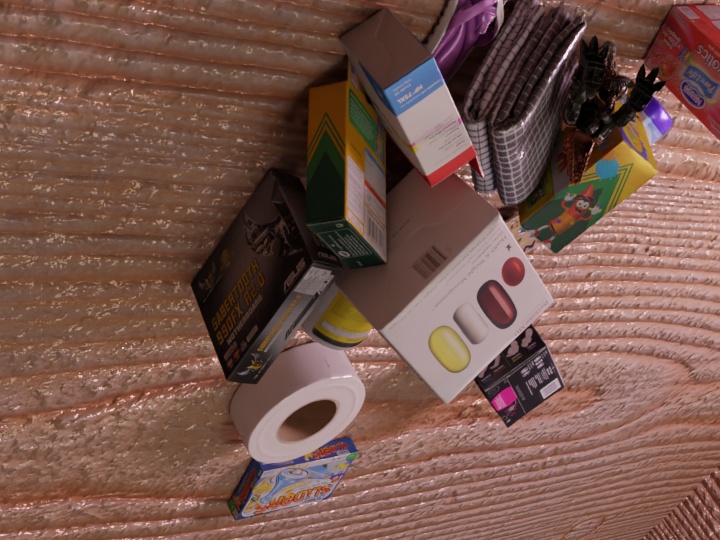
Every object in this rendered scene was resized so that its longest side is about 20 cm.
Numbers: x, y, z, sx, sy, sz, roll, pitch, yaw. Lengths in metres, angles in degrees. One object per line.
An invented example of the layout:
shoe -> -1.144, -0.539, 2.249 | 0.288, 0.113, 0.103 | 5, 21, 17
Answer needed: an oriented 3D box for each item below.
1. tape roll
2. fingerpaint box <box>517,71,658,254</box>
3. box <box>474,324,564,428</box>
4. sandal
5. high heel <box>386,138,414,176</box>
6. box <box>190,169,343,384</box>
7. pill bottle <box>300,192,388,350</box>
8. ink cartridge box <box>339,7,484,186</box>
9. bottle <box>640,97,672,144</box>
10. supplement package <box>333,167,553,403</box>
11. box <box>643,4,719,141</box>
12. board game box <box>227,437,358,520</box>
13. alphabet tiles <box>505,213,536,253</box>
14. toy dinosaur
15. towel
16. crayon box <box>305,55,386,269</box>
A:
tape roll -> -0.093, 0.198, 1.758 | 0.200, 0.071, 0.204 | -23, 147, -16
fingerpaint box -> 0.273, -0.147, 1.475 | 0.073, 0.201, 0.167 | 35, 121, -25
box -> 0.250, 0.155, 1.976 | 0.131, 0.115, 0.200 | -35, 150, 1
sandal -> 0.130, -0.280, 1.332 | 0.082, 0.050, 0.204 | -5, 139, -39
high heel -> 0.102, -0.122, 1.499 | 0.095, 0.068, 0.200 | -28, 147, 11
box -> -0.115, 0.008, 1.390 | 0.048, 0.159, 0.201 | 13, 127, -40
pill bottle -> 0.000, 0.000, 1.533 | 0.111, 0.113, 0.201 | 0, 136, -42
ink cartridge box -> 0.061, -0.178, 1.310 | 0.067, 0.117, 0.201 | -33, 137, -1
bottle -> 0.347, -0.169, 1.670 | 0.200, 0.066, 0.083 | -42, 146, 13
supplement package -> 0.094, 0.013, 1.411 | 0.191, 0.147, 0.200 | -44, 139, -1
box -> 0.484, -0.255, 1.550 | 0.101, 0.201, 0.095 | -11, 141, -33
board game box -> -0.113, 0.349, 1.978 | 0.198, 0.035, 0.136 | -6, 138, -38
alphabet tiles -> 0.199, -0.020, 1.756 | 0.199, 0.006, 0.167 | -31, 153, -26
toy dinosaur -> 0.273, -0.184, 1.345 | 0.100, 0.203, 0.136 | 5, 154, -16
towel -> 0.199, -0.200, 1.396 | 0.202, 0.085, 0.166 | -59, 155, -18
crayon box -> -0.014, -0.119, 1.323 | 0.051, 0.203, 0.126 | -8, 155, 20
